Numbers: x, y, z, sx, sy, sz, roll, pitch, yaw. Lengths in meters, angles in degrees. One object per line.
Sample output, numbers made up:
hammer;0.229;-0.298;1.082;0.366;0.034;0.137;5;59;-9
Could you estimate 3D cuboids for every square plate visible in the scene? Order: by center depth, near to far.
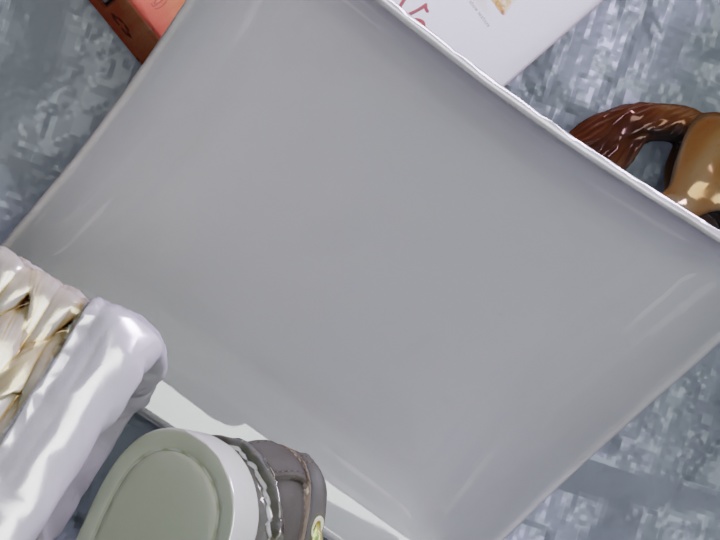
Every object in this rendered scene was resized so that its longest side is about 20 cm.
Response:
square plate;0.000;0.000;0.837;0.198;0.200;0.029;35;39;-10

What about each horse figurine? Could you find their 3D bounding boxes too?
horse figurine;0.143;0.003;0.917;0.200;0.050;0.133;38;68;-4

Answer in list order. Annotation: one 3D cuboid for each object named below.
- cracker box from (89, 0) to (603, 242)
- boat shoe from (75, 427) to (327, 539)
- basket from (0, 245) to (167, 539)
cracker box;0.013;-0.123;0.887;0.200;0.058;0.134;-42;99;-12
boat shoe;-0.075;0.137;0.798;0.060;0.072;0.202;6;120;-53
basket;-0.173;0.068;0.761;0.160;0.198;0.201;31;83;-1
